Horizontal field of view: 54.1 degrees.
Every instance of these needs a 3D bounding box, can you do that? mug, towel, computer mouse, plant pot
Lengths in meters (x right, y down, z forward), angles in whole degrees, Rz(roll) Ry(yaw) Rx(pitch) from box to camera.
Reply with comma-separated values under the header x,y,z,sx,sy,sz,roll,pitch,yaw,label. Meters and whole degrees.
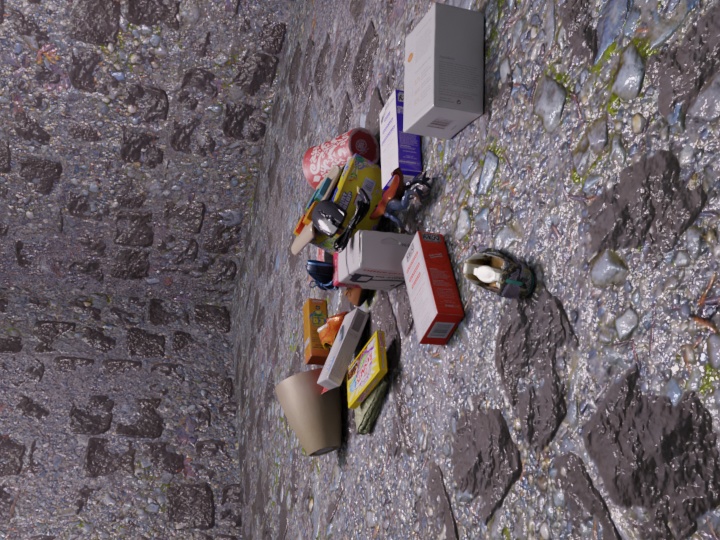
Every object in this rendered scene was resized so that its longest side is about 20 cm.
x,y,z,sx,sy,sz,roll,pitch,yaw,label
-0.044,-0.319,1.904,0.198,0.132,0.181,-17,49,51,mug
0.018,0.284,1.717,0.150,0.036,0.203,-105,27,-50,towel
-0.052,-0.139,1.577,0.142,0.046,0.200,-55,32,10,computer mouse
-0.123,0.399,1.945,0.188,0.184,0.204,125,132,-56,plant pot

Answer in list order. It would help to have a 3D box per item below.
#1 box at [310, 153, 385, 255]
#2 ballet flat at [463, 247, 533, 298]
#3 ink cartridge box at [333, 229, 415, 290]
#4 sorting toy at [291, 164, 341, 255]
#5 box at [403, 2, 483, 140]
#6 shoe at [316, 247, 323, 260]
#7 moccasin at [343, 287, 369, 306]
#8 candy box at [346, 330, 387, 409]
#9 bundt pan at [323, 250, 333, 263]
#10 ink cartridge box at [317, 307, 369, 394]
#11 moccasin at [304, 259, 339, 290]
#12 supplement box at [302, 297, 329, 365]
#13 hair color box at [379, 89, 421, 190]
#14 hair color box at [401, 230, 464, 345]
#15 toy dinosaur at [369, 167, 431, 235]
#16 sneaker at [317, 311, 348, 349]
x,y,z,sx,sy,sz,roll,pitch,yaw,label
-0.025,-0.151,1.758,0.203,0.120,0.192,-68,14,-15,box
0.207,0.000,1.155,0.200,0.070,0.074,-153,70,-72,ballet flat
0.033,-0.019,1.584,0.200,0.142,0.086,144,128,-67,ink cartridge box
-0.119,-0.154,1.784,0.185,0.036,0.203,-36,32,65,sorting toy
0.158,-0.379,1.361,0.152,0.104,0.205,157,117,-70,box
-0.097,-0.046,2.120,0.202,0.070,0.092,-98,16,-48,shoe
0.001,-0.001,1.781,0.074,0.077,0.203,-49,-16,-41,moccasin
0.013,0.236,1.657,0.201,0.026,0.104,122,149,-48,candy box
-0.043,-0.080,1.953,0.201,0.074,0.207,-174,90,-72,bundt pan
-0.057,0.213,1.843,0.203,0.044,0.176,-66,11,-24,ink cartridge box
-0.077,0.017,1.718,0.199,0.079,0.070,17,-93,-67,moccasin
-0.139,0.189,2.193,0.069,0.065,0.204,120,150,-51,supplement box
0.091,-0.296,1.623,0.109,0.063,0.205,134,136,-64,hair color box
0.138,0.033,1.376,0.102,0.060,0.203,115,153,-47,hair color box
0.068,-0.162,1.533,0.179,0.199,0.107,-15,49,38,toy dinosaur
-0.065,0.169,1.997,0.078,0.072,0.200,66,158,15,sneaker
